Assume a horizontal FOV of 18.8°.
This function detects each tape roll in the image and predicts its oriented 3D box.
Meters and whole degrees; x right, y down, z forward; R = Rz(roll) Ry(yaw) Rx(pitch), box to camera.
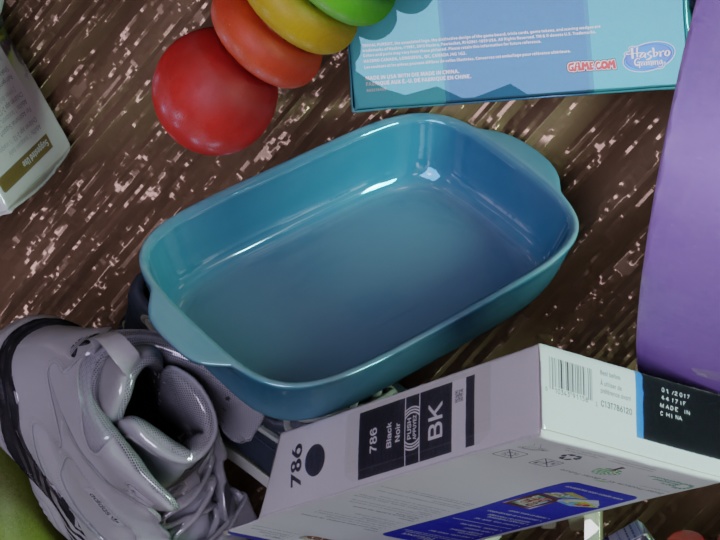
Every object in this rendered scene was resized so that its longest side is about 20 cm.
[{"bbox_3d":[0.169,-0.048,0.835,0.084,0.200,0.202,13,104,14],"label":"tape roll"}]

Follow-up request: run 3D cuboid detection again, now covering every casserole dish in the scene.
[{"bbox_3d":[0.000,0.000,0.914,0.121,0.199,0.039,40,142,35],"label":"casserole dish"}]

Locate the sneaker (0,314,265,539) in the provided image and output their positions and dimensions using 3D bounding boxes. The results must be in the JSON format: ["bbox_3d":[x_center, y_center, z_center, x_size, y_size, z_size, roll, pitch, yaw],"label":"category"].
[{"bbox_3d":[-0.079,0.103,0.941,0.115,0.075,0.201,-8,121,55],"label":"sneaker"}]

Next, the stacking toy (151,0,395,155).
[{"bbox_3d":[-0.016,-0.126,0.895,0.085,0.085,0.200,48,115,3],"label":"stacking toy"}]

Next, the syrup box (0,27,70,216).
[{"bbox_3d":[-0.221,-0.111,0.976,0.078,0.082,0.201,-21,108,24],"label":"syrup box"}]

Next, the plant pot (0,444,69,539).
[{"bbox_3d":[-0.206,0.149,0.998,0.199,0.200,0.195,-8,87,17],"label":"plant pot"}]

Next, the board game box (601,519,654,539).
[{"bbox_3d":[0.115,0.203,0.885,0.199,0.062,0.201,-29,102,3],"label":"board game box"}]

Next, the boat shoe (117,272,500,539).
[{"bbox_3d":[-0.020,0.059,0.974,0.199,0.075,0.062,30,138,16],"label":"boat shoe"}]

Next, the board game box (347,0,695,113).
[{"bbox_3d":[0.064,-0.174,0.922,0.150,0.047,0.202,-2,99,17],"label":"board game box"}]

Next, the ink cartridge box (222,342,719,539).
[{"bbox_3d":[0.040,0.077,0.859,0.199,0.099,0.040,-23,59,47],"label":"ink cartridge box"}]

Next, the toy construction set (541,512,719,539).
[{"bbox_3d":[0.156,0.115,0.927,0.198,0.092,0.132,8,127,22],"label":"toy construction set"}]

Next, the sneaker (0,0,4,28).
[{"bbox_3d":[-0.133,-0.147,0.927,0.198,0.075,0.117,5,70,-11],"label":"sneaker"}]
